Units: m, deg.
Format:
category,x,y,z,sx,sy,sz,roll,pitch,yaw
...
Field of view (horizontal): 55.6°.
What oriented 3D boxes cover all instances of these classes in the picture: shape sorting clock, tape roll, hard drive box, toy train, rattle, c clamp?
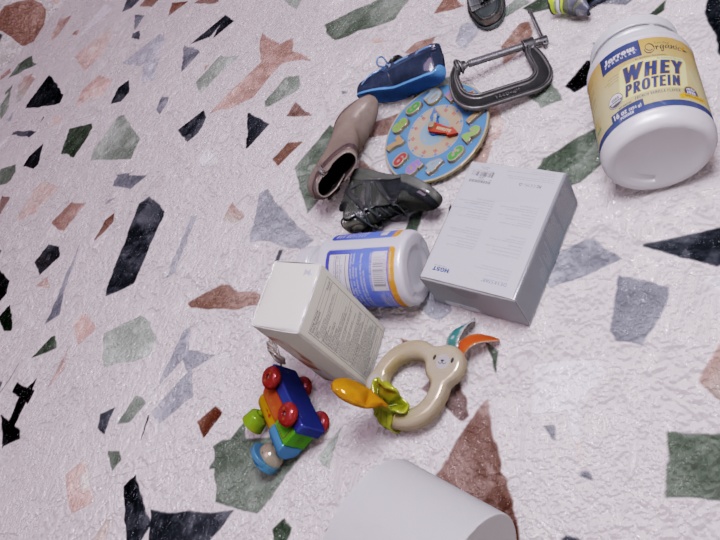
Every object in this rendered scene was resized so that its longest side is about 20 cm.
category,x,y,z,sx,sy,sz,roll,pitch,yaw
shape sorting clock,0.126,-0.237,1.163,0.197,0.039,0.203,-16,54,23
tape roll,0.061,0.328,0.737,0.137,0.203,0.205,17,71,38
hard drive box,0.196,-0.044,0.969,0.154,0.077,0.203,14,69,38
toy train,-0.137,0.196,1.035,0.116,0.084,0.201,-48,47,15
rattle,0.074,0.114,0.912,0.199,0.143,0.131,-36,30,16
c clamp,0.234,-0.345,1.149,0.196,0.027,0.173,-21,60,-1

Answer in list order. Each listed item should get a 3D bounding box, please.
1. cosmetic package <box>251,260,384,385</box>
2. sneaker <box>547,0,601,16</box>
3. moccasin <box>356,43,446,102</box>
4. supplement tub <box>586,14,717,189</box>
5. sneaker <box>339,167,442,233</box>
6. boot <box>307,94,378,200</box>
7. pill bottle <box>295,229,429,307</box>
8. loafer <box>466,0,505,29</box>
category,x,y,z,sx,sy,sz,roll,pitch,yaw
cosmetic package,-0.054,0.079,0.967,0.086,0.200,0.105,5,63,32
sneaker,0.405,-0.501,1.142,0.081,0.074,0.201,39,92,33
moccasin,0.076,-0.353,1.231,0.197,0.080,0.070,-4,82,40
supplement tub,0.385,-0.228,0.922,0.142,0.144,0.204,-14,55,24
sneaker,0.041,-0.100,1.108,0.197,0.076,0.116,15,72,41
boot,-0.024,-0.210,1.185,0.202,0.069,0.147,-57,15,12
pill bottle,0.000,0.000,1.044,0.197,0.112,0.114,-3,60,32
loafer,0.222,-0.535,1.274,0.071,0.063,0.203,-18,53,22
